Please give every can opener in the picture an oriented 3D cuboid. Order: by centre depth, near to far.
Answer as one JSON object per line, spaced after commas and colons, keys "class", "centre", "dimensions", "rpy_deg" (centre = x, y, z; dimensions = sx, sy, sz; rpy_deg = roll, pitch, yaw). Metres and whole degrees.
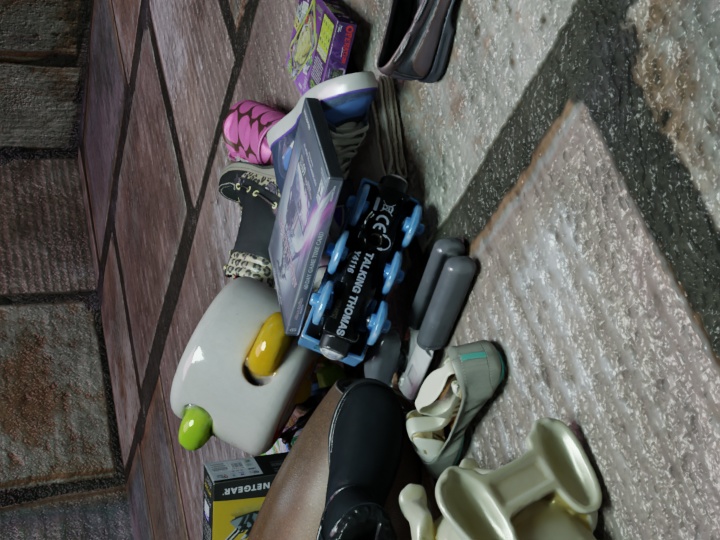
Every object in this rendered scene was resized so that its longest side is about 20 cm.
{"class": "can opener", "centre": [0.054, 0.055, 0.947], "dimensions": [0.201, 0.066, 0.053], "rpy_deg": [107, 149, -41]}

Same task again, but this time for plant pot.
{"class": "plant pot", "centre": [-0.009, 0.225, 1.010], "dimensions": [0.187, 0.186, 0.201], "rpy_deg": [34, 111, 61]}

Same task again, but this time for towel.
{"class": "towel", "centre": [-0.005, -0.138, 1.102], "dimensions": [0.200, 0.034, 0.133], "rpy_deg": [147, 118, -64]}

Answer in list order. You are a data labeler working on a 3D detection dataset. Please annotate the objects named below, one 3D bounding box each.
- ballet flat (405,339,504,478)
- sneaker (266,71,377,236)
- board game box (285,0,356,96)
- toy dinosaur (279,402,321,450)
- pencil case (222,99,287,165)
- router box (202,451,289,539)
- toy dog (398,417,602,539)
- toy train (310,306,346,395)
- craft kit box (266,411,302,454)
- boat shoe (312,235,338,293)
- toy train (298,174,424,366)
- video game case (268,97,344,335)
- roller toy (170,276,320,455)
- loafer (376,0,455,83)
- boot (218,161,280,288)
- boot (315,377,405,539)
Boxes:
{"class": "ballet flat", "centre": [0.075, 0.137, 0.913], "dimensions": [0.201, 0.063, 0.068], "rpy_deg": [111, 147, -44]}
{"class": "sneaker", "centre": [-0.026, -0.115, 1.034], "dimensions": [0.200, 0.080, 0.147], "rpy_deg": [-26, 82, 54]}
{"class": "board game box", "centre": [-0.052, -0.273, 1.159], "dimensions": [0.200, 0.032, 0.121], "rpy_deg": [-116, 40, -56]}
{"class": "toy dinosaur", "centre": [-0.050, 0.186, 1.155], "dimensions": [0.199, 0.088, 0.048], "rpy_deg": [-8, 126, 49]}
{"class": "pencil case", "centre": [-0.133, -0.181, 1.331], "dimensions": [0.094, 0.091, 0.200], "rpy_deg": [-55, 26, 0]}
{"class": "router box", "centre": [-0.091, 0.302, 1.152], "dimensions": [0.052, 0.199, 0.158], "rpy_deg": [-142, 52, -61]}
{"class": "toy dog", "centre": [0.117, 0.240, 0.778], "dimensions": [0.194, 0.139, 0.200], "rpy_deg": [51, 146, 14]}
{"class": "toy train", "centre": [-0.050, 0.096, 1.201], "dimensions": [0.200, 0.084, 0.116], "rpy_deg": [-27, 84, 57]}
{"class": "craft kit box", "centre": [-0.100, 0.257, 1.312], "dimensions": [0.197, 0.048, 0.201], "rpy_deg": [41, 143, 55]}
{"class": "boat shoe", "centre": [-0.029, -0.015, 1.129], "dimensions": [0.200, 0.066, 0.072], "rpy_deg": [-32, 32, 51]}
{"class": "toy train", "centre": [0.000, 0.000, 0.970], "dimensions": [0.114, 0.086, 0.201], "rpy_deg": [130, 160, -74]}
{"class": "video game case", "centre": [-0.060, -0.054, 0.971], "dimensions": [0.143, 0.019, 0.201], "rpy_deg": [-107, 28, -47]}
{"class": "roller toy", "centre": [-0.119, 0.110, 1.092], "dimensions": [0.201, 0.139, 0.182], "rpy_deg": [-66, -5, 21]}
{"class": "loafer", "centre": [0.059, -0.277, 0.896], "dimensions": [0.072, 0.063, 0.201], "rpy_deg": [-131, 44, -55]}
{"class": "boot", "centre": [-0.145, -0.057, 1.221], "dimensions": [0.203, 0.073, 0.154], "rpy_deg": [8, 72, 50]}
{"class": "boot", "centre": [0.006, 0.202, 0.854], "dimensions": [0.168, 0.076, 0.201], "rpy_deg": [155, 129, -82]}
